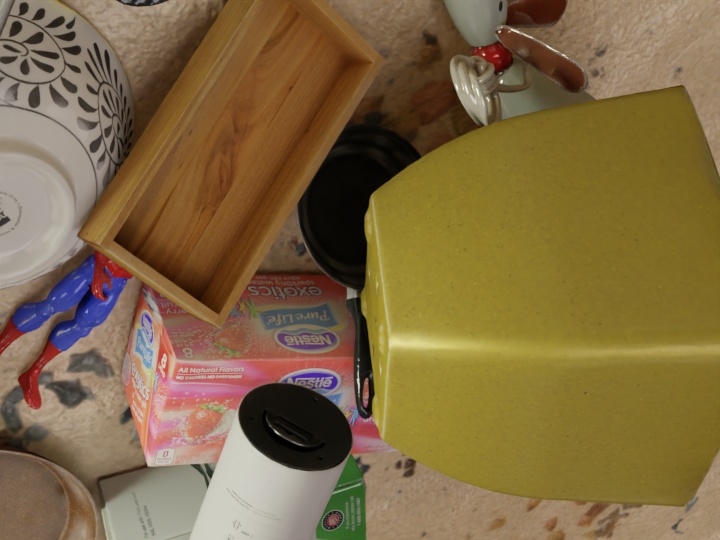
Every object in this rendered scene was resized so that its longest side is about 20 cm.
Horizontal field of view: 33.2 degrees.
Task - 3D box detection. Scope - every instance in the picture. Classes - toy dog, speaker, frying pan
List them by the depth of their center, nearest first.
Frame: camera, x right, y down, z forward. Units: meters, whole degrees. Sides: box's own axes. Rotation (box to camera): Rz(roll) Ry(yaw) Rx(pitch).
[{"bbox_3d":[0.133,-0.127,0.805,0.096,0.132,0.200,-20,145,19],"label":"toy dog"},{"bbox_3d":[-0.072,0.173,0.830,0.081,0.081,0.200,2,129,-27],"label":"speaker"},{"bbox_3d":[0.013,-0.007,0.834,0.115,0.031,0.190,-22,101,-31],"label":"frying pan"}]

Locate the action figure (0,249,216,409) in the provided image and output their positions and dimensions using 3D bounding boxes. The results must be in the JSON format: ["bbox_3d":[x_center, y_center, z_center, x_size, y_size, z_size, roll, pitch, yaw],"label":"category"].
[{"bbox_3d":[-0.165,0.023,0.785,0.200,0.099,0.065,-48,132,11],"label":"action figure"}]

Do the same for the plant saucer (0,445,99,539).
[{"bbox_3d":[-0.297,0.198,0.896,0.200,0.034,0.200,-13,129,-16],"label":"plant saucer"}]

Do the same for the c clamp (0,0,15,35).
[{"bbox_3d":[-0.256,-0.159,0.605,0.171,0.027,0.200,32,100,-4],"label":"c clamp"}]

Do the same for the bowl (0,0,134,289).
[{"bbox_3d":[-0.216,-0.055,0.693,0.201,0.094,0.201,-16,132,-18],"label":"bowl"}]

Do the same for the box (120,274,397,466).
[{"bbox_3d":[-0.059,0.068,0.867,0.200,0.095,0.103,2,127,-27],"label":"box"}]

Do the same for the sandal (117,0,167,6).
[{"bbox_3d":[-0.096,-0.241,0.651,0.075,0.048,0.201,9,108,-30],"label":"sandal"}]

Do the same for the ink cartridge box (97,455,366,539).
[{"bbox_3d":[-0.101,0.218,0.973,0.200,0.083,0.147,-13,129,-16],"label":"ink cartridge box"}]

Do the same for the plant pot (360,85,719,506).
[{"bbox_3d":[0.104,0.023,0.740,0.200,0.196,0.194,-2,144,-4],"label":"plant pot"}]

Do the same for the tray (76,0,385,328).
[{"bbox_3d":[-0.075,-0.077,0.730,0.099,0.037,0.200,39,77,-37],"label":"tray"}]
